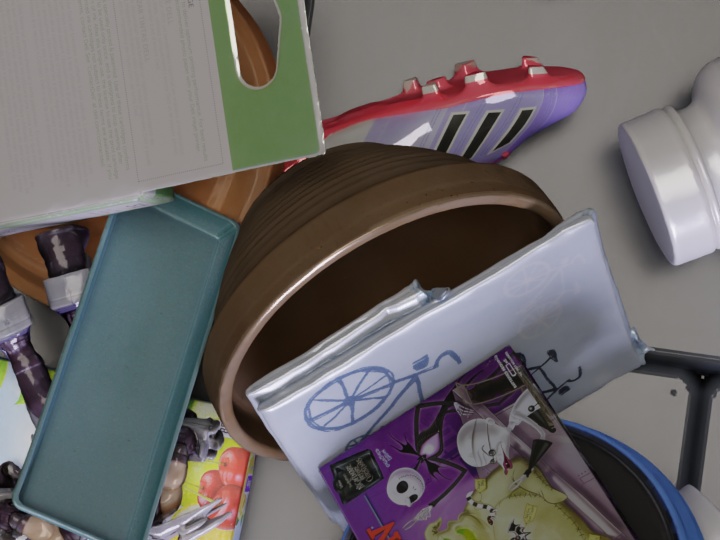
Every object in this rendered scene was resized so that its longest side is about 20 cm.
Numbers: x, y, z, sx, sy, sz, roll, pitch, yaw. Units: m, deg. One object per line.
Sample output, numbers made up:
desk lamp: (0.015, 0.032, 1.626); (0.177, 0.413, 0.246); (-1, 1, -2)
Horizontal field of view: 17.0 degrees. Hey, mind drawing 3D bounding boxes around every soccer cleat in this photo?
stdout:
soccer cleat: (0.028, -0.063, 1.305); (0.200, 0.067, 0.077); (-14, 102, 0)

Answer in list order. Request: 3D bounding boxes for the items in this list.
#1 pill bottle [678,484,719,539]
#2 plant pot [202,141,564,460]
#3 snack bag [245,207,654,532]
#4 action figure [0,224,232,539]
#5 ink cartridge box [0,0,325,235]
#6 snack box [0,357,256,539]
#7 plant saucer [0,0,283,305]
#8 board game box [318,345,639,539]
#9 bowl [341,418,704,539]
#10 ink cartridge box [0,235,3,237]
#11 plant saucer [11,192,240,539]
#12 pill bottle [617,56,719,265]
pill bottle: (0.124, 0.208, 1.258); (0.200, 0.112, 0.112); (-40, 87, -1)
plant pot: (0.000, 0.000, 1.231); (0.201, 0.201, 0.093); (-32, 60, -1)
snack bag: (0.051, 0.052, 1.241); (0.200, 0.189, 0.021); (-31, 59, -1)
action figure: (-0.139, 0.079, 1.227); (0.130, 0.069, 0.200); (-18, 84, -11)
ink cartridge box: (-0.111, -0.105, 1.192); (0.200, 0.048, 0.146); (-10, 84, 18)
snack box: (-0.153, 0.156, 1.286); (0.169, 0.068, 0.200); (12, 85, 2)
plant saucer: (-0.138, -0.075, 1.289); (0.200, 0.032, 0.200); (0, 89, 17)
board game box: (0.075, 0.146, 1.180); (0.120, 0.032, 0.200); (-36, 59, 6)
bowl: (0.076, 0.165, 1.208); (0.200, 0.039, 0.201); (-9, 62, 17)
ink cartridge box: (-0.224, -0.106, 1.280); (0.196, 0.043, 0.200); (-29, 83, 17)
plant saucer: (-0.116, 0.046, 1.196); (0.070, 0.019, 0.200); (26, 57, -17)
pill bottle: (0.244, -0.076, 1.275); (0.200, 0.111, 0.111); (-21, 87, -1)
